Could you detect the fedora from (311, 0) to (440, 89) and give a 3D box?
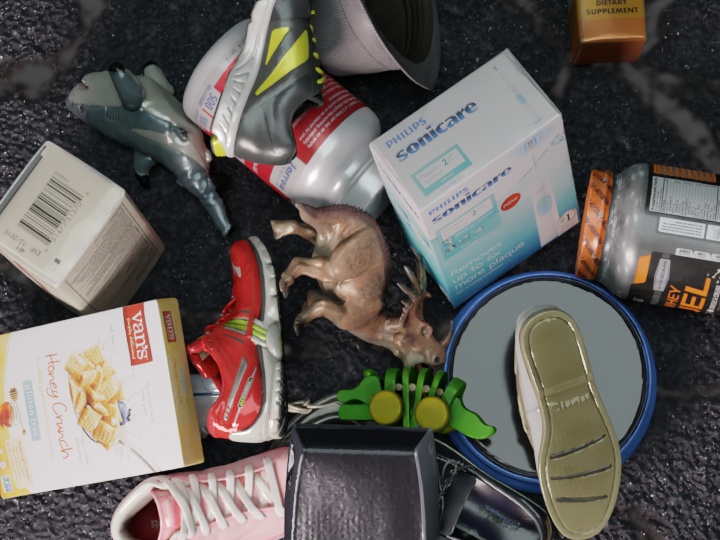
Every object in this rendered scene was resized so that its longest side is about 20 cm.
[{"bbox_3d":[-0.002,-0.243,1.605,0.090,0.177,0.202,-21,53,26],"label":"fedora"}]

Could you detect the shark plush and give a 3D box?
[{"bbox_3d":[-0.184,-0.114,1.644,0.200,0.091,0.083,44,107,-5],"label":"shark plush"}]

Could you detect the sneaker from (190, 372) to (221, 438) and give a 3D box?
[{"bbox_3d":[-0.160,0.129,1.577,0.198,0.073,0.072,-7,86,11],"label":"sneaker"}]

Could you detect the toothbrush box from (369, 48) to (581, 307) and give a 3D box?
[{"bbox_3d":[0.103,-0.076,1.527,0.146,0.200,0.086,-34,62,-6],"label":"toothbrush box"}]

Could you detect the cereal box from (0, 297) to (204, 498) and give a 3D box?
[{"bbox_3d":[-0.236,0.112,1.533,0.198,0.039,0.145,-13,85,27],"label":"cereal box"}]

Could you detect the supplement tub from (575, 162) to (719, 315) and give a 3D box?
[{"bbox_3d":[0.293,-0.026,1.552,0.198,0.123,0.124,9,78,6],"label":"supplement tub"}]

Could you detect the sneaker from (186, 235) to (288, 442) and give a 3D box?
[{"bbox_3d":[-0.108,0.054,1.518,0.084,0.077,0.202,-4,54,-2],"label":"sneaker"}]

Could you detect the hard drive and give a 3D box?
[{"bbox_3d":[0.000,0.231,1.498,0.133,0.042,0.202,2,106,4],"label":"hard drive"}]

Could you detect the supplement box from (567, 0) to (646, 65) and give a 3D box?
[{"bbox_3d":[0.224,-0.297,1.643,0.066,0.069,0.202,-3,76,0],"label":"supplement box"}]

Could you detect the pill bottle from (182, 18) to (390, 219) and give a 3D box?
[{"bbox_3d":[-0.055,-0.126,1.597,0.200,0.112,0.112,39,83,10],"label":"pill bottle"}]

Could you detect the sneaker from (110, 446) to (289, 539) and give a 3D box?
[{"bbox_3d":[-0.122,0.204,1.519,0.198,0.105,0.076,-16,80,9],"label":"sneaker"}]

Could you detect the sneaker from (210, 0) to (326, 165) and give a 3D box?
[{"bbox_3d":[-0.062,-0.181,1.524,0.084,0.074,0.202,21,84,0],"label":"sneaker"}]

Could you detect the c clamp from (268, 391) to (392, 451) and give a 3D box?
[{"bbox_3d":[-0.025,0.215,1.566,0.169,0.027,0.202,-19,78,-1],"label":"c clamp"}]

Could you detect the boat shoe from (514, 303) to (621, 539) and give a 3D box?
[{"bbox_3d":[0.175,0.126,1.513,0.074,0.068,0.202,-10,98,-4],"label":"boat shoe"}]

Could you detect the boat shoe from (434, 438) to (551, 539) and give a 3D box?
[{"bbox_3d":[0.076,0.195,1.532,0.199,0.062,0.075,27,91,-1],"label":"boat shoe"}]

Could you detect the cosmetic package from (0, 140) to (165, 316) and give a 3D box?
[{"bbox_3d":[-0.247,-0.026,1.542,0.087,0.200,0.104,33,80,10],"label":"cosmetic package"}]

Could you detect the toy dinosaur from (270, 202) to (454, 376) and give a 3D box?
[{"bbox_3d":[0.000,0.000,1.546,0.134,0.201,0.086,-15,33,4],"label":"toy dinosaur"}]

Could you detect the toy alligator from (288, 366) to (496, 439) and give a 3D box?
[{"bbox_3d":[0.024,0.108,1.543,0.198,0.059,0.055,7,84,17],"label":"toy alligator"}]

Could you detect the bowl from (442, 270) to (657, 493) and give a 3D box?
[{"bbox_3d":[0.166,0.097,1.575,0.198,0.039,0.203,-1,78,3],"label":"bowl"}]
